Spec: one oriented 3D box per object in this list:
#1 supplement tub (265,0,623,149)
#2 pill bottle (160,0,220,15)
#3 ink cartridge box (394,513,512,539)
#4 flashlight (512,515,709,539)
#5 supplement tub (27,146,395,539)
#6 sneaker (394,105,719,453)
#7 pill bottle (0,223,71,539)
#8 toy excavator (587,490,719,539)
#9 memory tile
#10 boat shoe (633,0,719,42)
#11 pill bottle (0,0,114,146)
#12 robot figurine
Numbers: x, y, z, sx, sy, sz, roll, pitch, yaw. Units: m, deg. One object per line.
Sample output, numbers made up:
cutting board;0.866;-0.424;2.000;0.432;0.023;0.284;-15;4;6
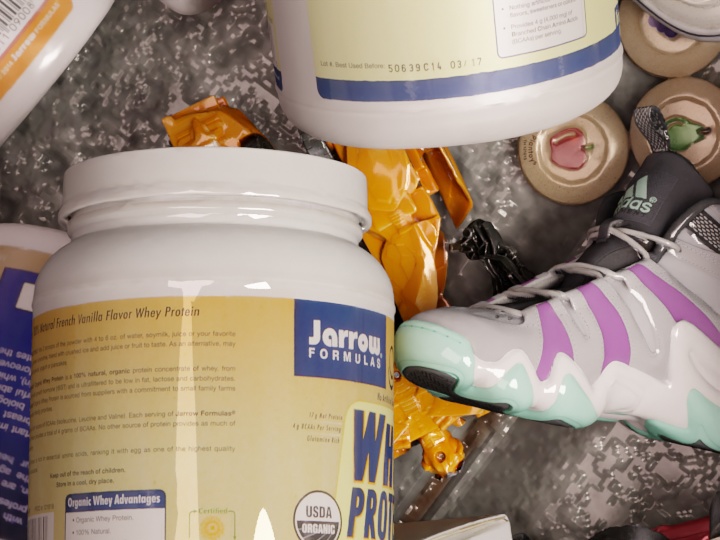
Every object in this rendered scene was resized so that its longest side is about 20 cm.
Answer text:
supplement tub;0.027;-0.161;1.032;0.145;0.145;0.200;-3;109;12
pill bottle;-0.119;-0.214;1.129;0.200;0.111;0.111;39;100;7
ink cartridge box;-0.025;0.189;1.115;0.200;0.084;0.145;-9;91;34
flashlight;0.136;0.122;1.117;0.200;0.068;0.068;-15;89;11
supplement tub;-0.058;0.061;1.002;0.144;0.144;0.200;-2;81;12
sneaker;0.102;-0.003;1.077;0.078;0.200;0.140;9;87;49
pill bottle;-0.150;0.091;1.091;0.116;0.116;0.200;13;68;11
toy excavator;0.144;0.210;1.078;0.194;0.100;0.200;-24;115;20
memory tile;0.134;-0.135;1.130;0.153;0.017;0.200;-7;91;12
boat shoe;0.110;-0.187;1.087;0.071;0.070;0.200;-27;87;12
pill bottle;-0.214;-0.147;1.128;0.200;0.112;0.112;39;100;-10
robot figurine;0.000;0.000;1.144;0.145;0.058;0.200;-26;87;12
